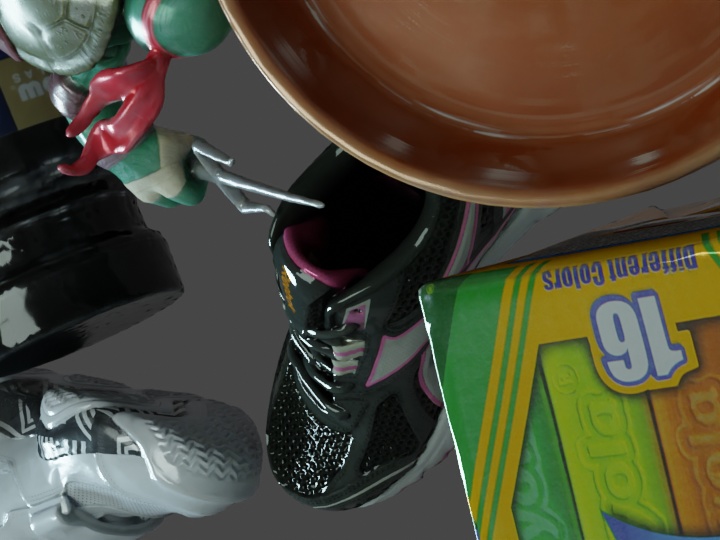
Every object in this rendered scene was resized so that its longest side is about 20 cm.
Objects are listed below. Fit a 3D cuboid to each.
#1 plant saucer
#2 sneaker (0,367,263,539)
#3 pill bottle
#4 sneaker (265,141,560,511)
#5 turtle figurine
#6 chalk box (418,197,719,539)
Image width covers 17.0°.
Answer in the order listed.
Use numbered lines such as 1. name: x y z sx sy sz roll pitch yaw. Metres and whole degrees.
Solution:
1. plant saucer: 0.051 -0.118 0.670 0.199 0.032 0.201 0 90 11
2. sneaker: -0.111 0.100 0.920 0.199 0.075 0.116 7 91 48
3. pill bottle: -0.141 -0.067 0.886 0.112 0.112 0.201 -30 82 46
4. sneaker: 0.000 0.000 0.783 0.080 0.086 0.201 43 130 29
5. turtle figurine: -0.082 -0.102 0.745 0.200 0.100 0.150 31 107 35
6. chalk box: 0.116 0.080 0.602 0.124 0.124 0.201 -12 93 38
